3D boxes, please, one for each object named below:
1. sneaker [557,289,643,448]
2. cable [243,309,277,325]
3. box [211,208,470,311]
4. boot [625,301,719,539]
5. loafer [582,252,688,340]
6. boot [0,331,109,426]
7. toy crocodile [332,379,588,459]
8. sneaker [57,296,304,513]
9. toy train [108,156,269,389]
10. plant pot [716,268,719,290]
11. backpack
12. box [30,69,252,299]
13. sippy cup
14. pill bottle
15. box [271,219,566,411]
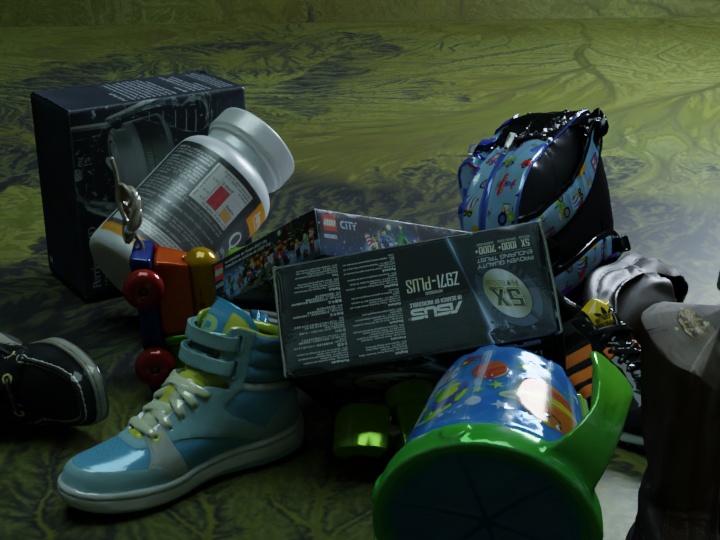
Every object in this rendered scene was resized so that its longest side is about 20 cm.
[{"bbox_3d":[0.197,0.072,0.998,0.070,0.090,0.200,-13,23,-30],"label":"sneaker"},{"bbox_3d":[-0.034,0.013,1.203,0.199,0.070,0.200,-7,21,-15],"label":"cable"},{"bbox_3d":[0.000,0.000,1.009,0.200,0.038,0.136,7,-21,-41],"label":"box"},{"bbox_3d":[0.181,0.128,0.684,0.064,0.201,0.187,2,21,-2],"label":"boot"},{"bbox_3d":[0.254,0.028,1.139,0.071,0.073,0.200,7,21,26],"label":"loafer"},{"bbox_3d":[-0.307,0.106,0.964,0.203,0.074,0.154,8,23,41],"label":"boot"},{"bbox_3d":[0.078,0.119,0.930,0.199,0.062,0.068,-4,60,-13],"label":"toy crocodile"},{"bbox_3d":[-0.132,0.090,0.908,0.200,0.131,0.079,-17,27,-36],"label":"sneaker"},{"bbox_3d":[-0.141,-0.003,1.054,0.115,0.201,0.085,-6,20,-4],"label":"toy train"},{"bbox_3d":[0.494,-0.044,1.177,0.196,0.196,0.200,-15,35,-34],"label":"plant pot"},{"bbox_3d":[0.164,-0.045,1.216,0.134,0.183,0.200,2,30,33],"label":"backpack"},{"bbox_3d":[-0.229,-0.096,1.322,0.196,0.201,0.124,-13,23,-29],"label":"box"},{"bbox_3d":[0.085,0.119,0.772,0.177,0.140,0.130,-6,29,17],"label":"sippy cup"},{"bbox_3d":[-0.161,-0.059,1.224,0.116,0.117,0.200,19,60,43],"label":"pill bottle"},{"bbox_3d":[0.051,0.040,0.946,0.199,0.086,0.164,-10,-17,7],"label":"box"}]
